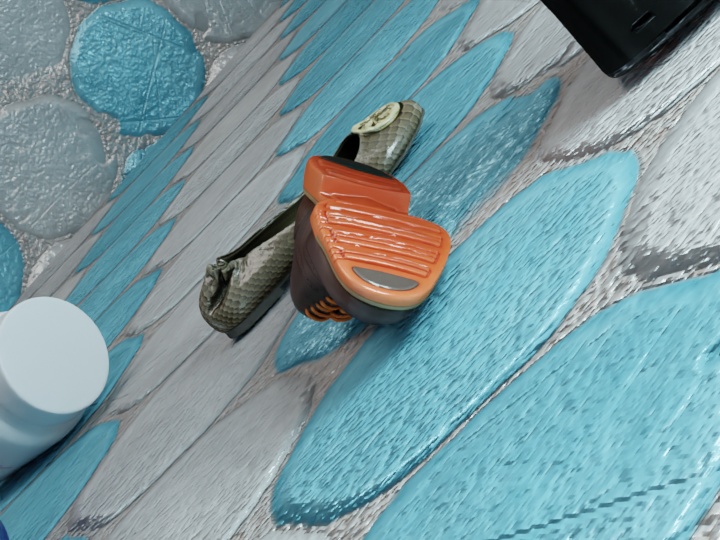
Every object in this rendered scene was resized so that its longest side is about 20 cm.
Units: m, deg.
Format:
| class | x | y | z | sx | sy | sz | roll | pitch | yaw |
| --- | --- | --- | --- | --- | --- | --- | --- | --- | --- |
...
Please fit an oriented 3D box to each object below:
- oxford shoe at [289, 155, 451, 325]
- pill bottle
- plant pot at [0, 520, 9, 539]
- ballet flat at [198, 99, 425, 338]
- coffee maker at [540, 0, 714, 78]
| class | x | y | z | sx | sy | sz | roll | pitch | yaw |
| --- | --- | --- | --- | --- | --- | --- | --- | --- | --- |
| oxford shoe | 0.000 | 0.000 | 0.959 | 0.200 | 0.071 | 0.073 | -103 | 29 | -73 |
| pill bottle | -0.286 | 0.100 | 1.497 | 0.200 | 0.113 | 0.114 | -34 | 16 | 48 |
| plant pot | -0.318 | 0.189 | 1.137 | 0.200 | 0.180 | 0.200 | -47 | 11 | -5 |
| ballet flat | -0.035 | -0.042 | 1.228 | 0.200 | 0.046 | 0.067 | -48 | 12 | -4 |
| coffee maker | 0.090 | -0.194 | 0.898 | 0.135 | 0.200 | 0.192 | -39 | 11 | 41 |
